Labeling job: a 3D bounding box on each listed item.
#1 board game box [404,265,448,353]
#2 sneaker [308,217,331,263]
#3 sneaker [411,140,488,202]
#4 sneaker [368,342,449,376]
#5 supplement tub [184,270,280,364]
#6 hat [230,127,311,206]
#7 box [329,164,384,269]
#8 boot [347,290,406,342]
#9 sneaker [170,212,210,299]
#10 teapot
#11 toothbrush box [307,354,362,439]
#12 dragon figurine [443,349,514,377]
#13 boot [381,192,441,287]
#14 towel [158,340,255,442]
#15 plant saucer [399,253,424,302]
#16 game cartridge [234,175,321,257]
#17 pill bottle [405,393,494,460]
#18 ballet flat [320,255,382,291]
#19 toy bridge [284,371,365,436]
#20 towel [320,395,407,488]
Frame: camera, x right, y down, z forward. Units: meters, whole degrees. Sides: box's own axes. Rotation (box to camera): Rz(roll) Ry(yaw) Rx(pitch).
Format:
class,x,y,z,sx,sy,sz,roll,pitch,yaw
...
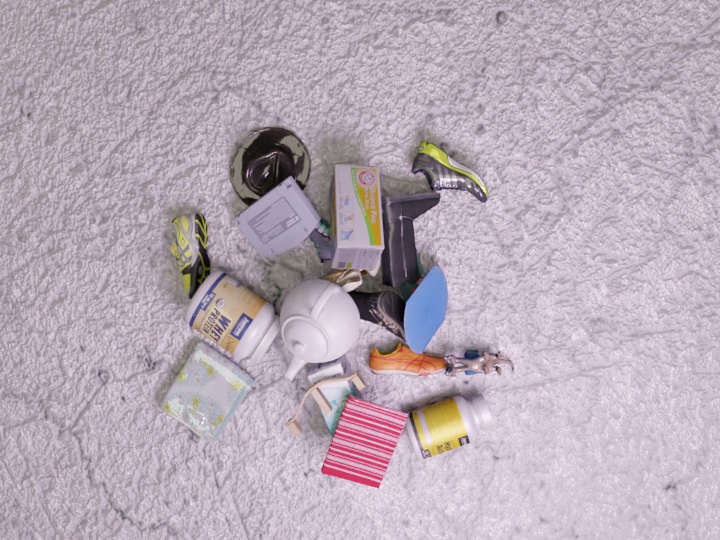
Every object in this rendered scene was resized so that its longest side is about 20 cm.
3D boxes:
class,x,y,z,sx,sy,sz,roll,pitch,yaw
board game box,0.139,0.088,1.261,0.038,0.200,0.160,11,133,35
sneaker,-0.095,-0.070,1.282,0.199,0.074,0.088,35,101,-4
sneaker,0.202,-0.208,1.258,0.198,0.074,0.082,34,90,4
sneaker,0.119,0.212,1.314,0.196,0.073,0.079,2,85,-3
supplement tub,-0.287,0.110,1.270,0.198,0.144,0.146,34,96,-3
hat,-0.213,-0.233,1.258,0.197,0.081,0.205,0,96,2
box,-0.012,-0.118,1.207,0.099,0.113,0.203,1,66,-10
boot,0.048,0.105,1.296,0.152,0.204,0.074,5,61,37
sneaker,-0.403,-0.032,1.297,0.075,0.075,0.204,-1,87,8
teapot,-0.101,0.125,1.196,0.195,0.146,0.203,-9,114,30
toothbrush box,-0.046,0.301,1.288,0.084,0.146,0.203,-22,95,3
dragon figurine,0.281,0.220,1.306,0.198,0.099,0.060,3,83,-42
boot,0.119,-0.072,1.261,0.162,0.065,0.204,-9,96,-22
towel,-0.375,0.299,1.343,0.170,0.048,0.201,34,96,-4
plant saucer,0.115,0.001,1.313,0.069,0.019,0.203,-19,97,3
game cartridge,-0.185,-0.112,1.247,0.198,0.041,0.134,-27,103,35
pill bottle,0.211,0.366,1.308,0.197,0.111,0.113,-21,96,4
ballet flat,0.000,0.000,1.261,0.199,0.071,0.065,-36,52,-5
toy bridge,-0.087,0.281,1.200,0.199,0.027,0.068,-36,92,5
towel,0.007,0.380,1.211,0.142,0.023,0.203,18,104,-9
